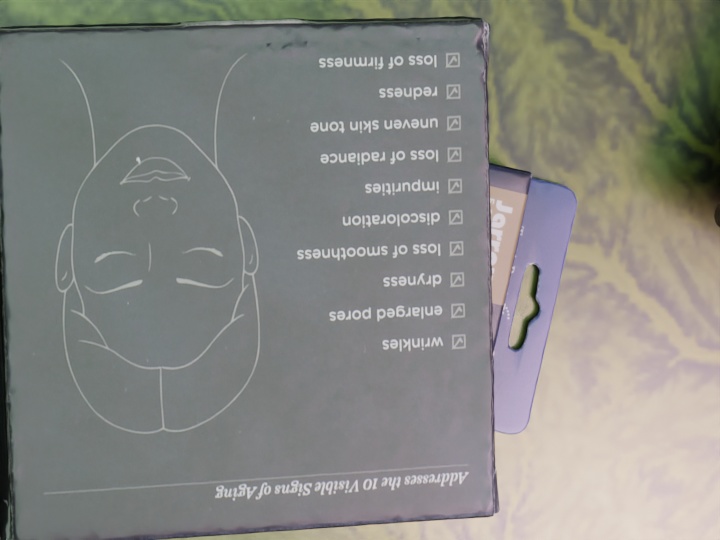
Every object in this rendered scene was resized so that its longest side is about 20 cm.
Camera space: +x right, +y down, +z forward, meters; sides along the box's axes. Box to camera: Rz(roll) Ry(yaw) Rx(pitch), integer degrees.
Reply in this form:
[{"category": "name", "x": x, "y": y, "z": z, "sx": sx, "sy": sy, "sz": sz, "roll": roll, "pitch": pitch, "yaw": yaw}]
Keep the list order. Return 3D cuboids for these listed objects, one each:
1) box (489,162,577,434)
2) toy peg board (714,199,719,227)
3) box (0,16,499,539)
[{"category": "box", "x": 0.000, "y": 0.000, "z": 1.019, "sx": 0.198, "sy": 0.032, "sz": 0.122, "roll": 12, "pitch": 92, "yaw": -17}, {"category": "toy peg board", "x": 0.289, "y": -0.065, "z": 1.074, "sx": 0.198, "sy": 0.098, "sz": 0.201, "roll": 27, "pitch": 87, "yaw": 0}, {"category": "box", "x": -0.053, "y": 0.000, "z": 0.925, "sx": 0.198, "sy": 0.124, "sz": 0.199, "roll": -2, "pitch": 93, "yaw": -12}]
